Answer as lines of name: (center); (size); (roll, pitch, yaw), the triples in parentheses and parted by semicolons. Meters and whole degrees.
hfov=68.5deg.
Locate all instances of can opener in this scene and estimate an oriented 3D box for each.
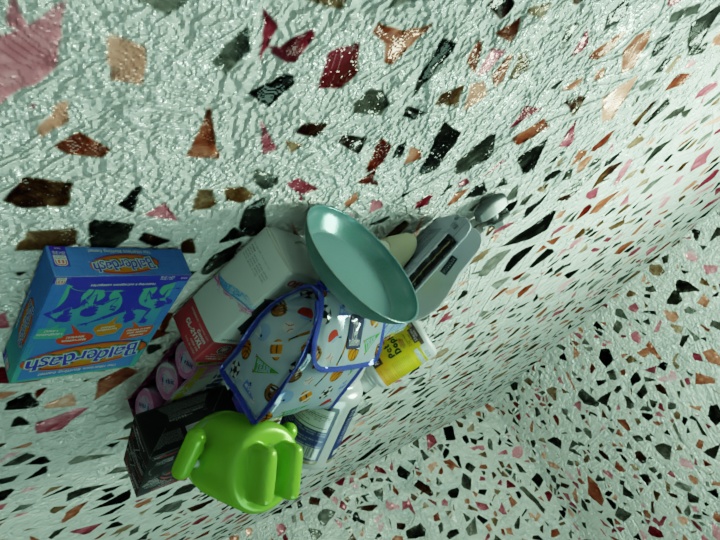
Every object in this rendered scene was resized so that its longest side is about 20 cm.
can opener: (0.185, -0.079, 0.975); (0.200, 0.053, 0.067); (-29, 122, -6)

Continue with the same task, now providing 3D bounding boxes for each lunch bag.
lunch bag: (-0.062, 0.104, 0.729); (0.200, 0.124, 0.170); (-54, 151, 16)

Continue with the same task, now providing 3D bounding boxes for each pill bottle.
pill bottle: (-0.062, 0.221, 0.888); (0.111, 0.111, 0.200); (1, 119, -49)
pill bottle: (0.075, 0.207, 1.273); (0.200, 0.109, 0.109); (-33, 155, 1)

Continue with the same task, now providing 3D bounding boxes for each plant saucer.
plant saucer: (-0.005, -0.002, 0.700); (0.036, 0.200, 0.200); (-43, 153, 23)

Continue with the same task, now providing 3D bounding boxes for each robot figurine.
robot figurine: (-0.166, 0.259, 0.728); (0.200, 0.116, 0.175); (-3, 172, 45)

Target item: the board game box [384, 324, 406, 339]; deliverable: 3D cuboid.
board game box: (0.098, 0.052, 1.060); (0.200, 0.062, 0.200); (-22, 155, -30)

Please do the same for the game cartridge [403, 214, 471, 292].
game cartridge: (0.089, -0.010, 0.877); (0.200, 0.040, 0.133); (-47, -166, -6)

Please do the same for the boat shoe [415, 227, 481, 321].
boat shoe: (0.137, 0.010, 0.929); (0.200, 0.071, 0.070); (-52, 168, -1)

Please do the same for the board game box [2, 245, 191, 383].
board game box: (-0.314, 0.053, 0.629); (0.152, 0.045, 0.200); (-1, 142, -48)

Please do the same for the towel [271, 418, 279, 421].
towel: (-0.245, 0.310, 1.097); (0.148, 0.037, 0.200); (-15, 173, 30)

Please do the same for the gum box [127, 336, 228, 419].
gum box: (-0.277, 0.179, 0.869); (0.200, 0.066, 0.113); (-45, 153, 26)

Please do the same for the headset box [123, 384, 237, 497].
headset box: (-0.298, 0.286, 0.870); (0.148, 0.075, 0.200); (-13, 150, -37)

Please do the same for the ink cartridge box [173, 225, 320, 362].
ink cartridge box: (-0.142, 0.043, 0.763); (0.200, 0.083, 0.146); (-41, 153, 18)

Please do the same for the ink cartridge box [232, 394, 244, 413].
ink cartridge box: (-0.176, 0.252, 1.039); (0.199, 0.044, 0.198); (-9, 175, -32)

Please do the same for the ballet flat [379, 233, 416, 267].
ballet flat: (0.002, 0.002, 0.848); (0.200, 0.070, 0.069); (-41, 154, 9)
